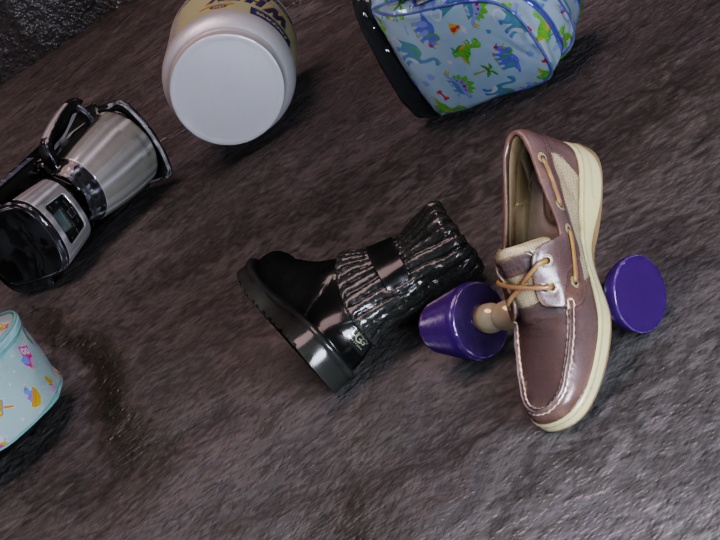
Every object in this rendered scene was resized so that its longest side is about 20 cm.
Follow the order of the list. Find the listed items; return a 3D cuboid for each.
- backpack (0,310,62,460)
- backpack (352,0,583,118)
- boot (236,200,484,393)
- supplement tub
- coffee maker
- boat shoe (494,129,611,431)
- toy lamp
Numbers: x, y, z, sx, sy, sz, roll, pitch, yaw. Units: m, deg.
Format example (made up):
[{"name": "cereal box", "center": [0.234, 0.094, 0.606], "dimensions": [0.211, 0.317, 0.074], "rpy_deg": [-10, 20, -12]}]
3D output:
[{"name": "backpack", "center": [-0.372, 0.115, 2.065], "dimensions": [0.199, 0.154, 0.176], "rpy_deg": [-23, 15, 13]}, {"name": "backpack", "center": [0.107, -0.226, 2.111], "dimensions": [0.199, 0.163, 0.154], "rpy_deg": [-20, 30, 19]}, {"name": "boot", "center": [0.002, 0.002, 1.794], "dimensions": [0.158, 0.079, 0.211], "rpy_deg": [-42, 29, -2]}, {"name": "supplement tub", "center": [-0.141, -0.224, 2.530], "dimensions": [0.145, 0.145, 0.200], "rpy_deg": [-31, 18, 10]}, {"name": "coffee maker", "center": [-0.328, -0.071, 2.537], "dimensions": [0.200, 0.135, 0.192], "rpy_deg": [-47, -2, -37]}, {"name": "boat shoe", "center": [0.113, 0.002, 1.484], "dimensions": [0.072, 0.072, 0.201], "rpy_deg": [-19, 59, 45]}, {"name": "toy lamp", "center": [0.117, 0.029, 1.572], "dimensions": [0.200, 0.058, 0.058], "rpy_deg": [-8, 31, 49]}]
